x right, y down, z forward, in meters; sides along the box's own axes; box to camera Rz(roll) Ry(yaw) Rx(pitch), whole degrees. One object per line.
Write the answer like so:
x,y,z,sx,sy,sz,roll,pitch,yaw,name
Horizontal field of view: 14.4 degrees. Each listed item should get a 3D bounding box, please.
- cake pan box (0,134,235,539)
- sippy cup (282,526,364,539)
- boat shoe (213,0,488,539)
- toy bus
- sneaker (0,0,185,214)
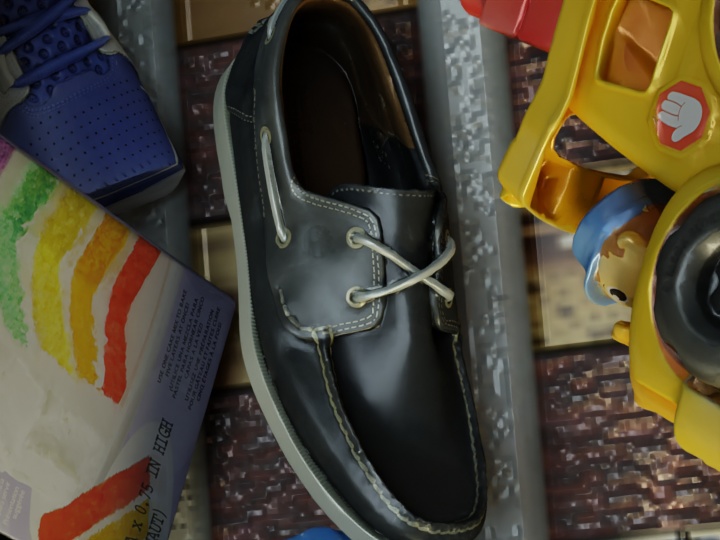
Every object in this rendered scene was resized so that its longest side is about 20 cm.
-0.132,0.064,0.913,0.052,0.184,0.201,2,66,37,cake pan box
-0.009,0.160,0.920,0.140,0.177,0.131,-50,56,39,sippy cup
0.000,0.000,0.936,0.068,0.071,0.201,-46,53,52,boat shoe
0.109,-0.048,0.899,0.191,0.135,0.201,21,95,34,toy bus
-0.136,-0.113,0.988,0.200,0.080,0.115,53,147,17,sneaker
